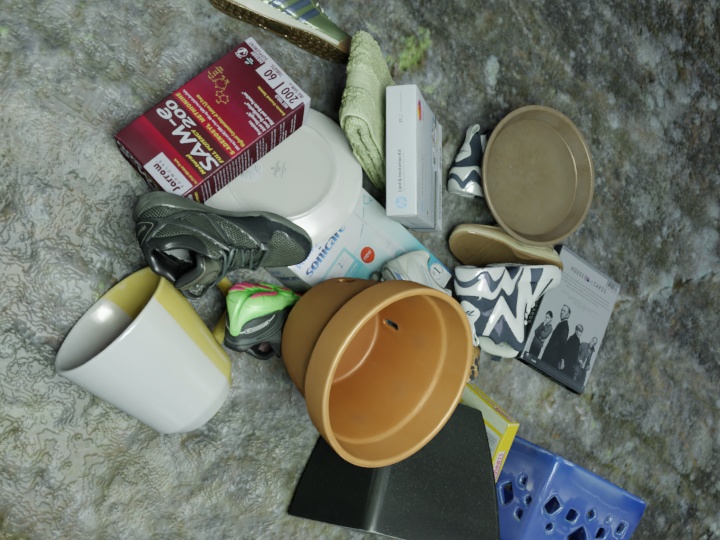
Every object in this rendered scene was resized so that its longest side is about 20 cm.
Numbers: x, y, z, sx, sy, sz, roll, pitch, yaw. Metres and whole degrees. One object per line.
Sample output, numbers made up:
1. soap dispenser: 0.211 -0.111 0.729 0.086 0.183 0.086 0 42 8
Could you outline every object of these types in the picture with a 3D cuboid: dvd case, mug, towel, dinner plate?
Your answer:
1. dvd case: 0.339 0.080 1.136 0.150 0.025 0.200 31 75 -25
2. mug: -0.209 0.088 0.770 0.187 0.149 0.153 -41 117 -3
3. towel: 0.025 -0.190 0.890 0.200 0.036 0.149 52 40 -57
4. dinner plate: -0.096 -0.120 0.850 0.200 0.024 0.201 1 72 -4

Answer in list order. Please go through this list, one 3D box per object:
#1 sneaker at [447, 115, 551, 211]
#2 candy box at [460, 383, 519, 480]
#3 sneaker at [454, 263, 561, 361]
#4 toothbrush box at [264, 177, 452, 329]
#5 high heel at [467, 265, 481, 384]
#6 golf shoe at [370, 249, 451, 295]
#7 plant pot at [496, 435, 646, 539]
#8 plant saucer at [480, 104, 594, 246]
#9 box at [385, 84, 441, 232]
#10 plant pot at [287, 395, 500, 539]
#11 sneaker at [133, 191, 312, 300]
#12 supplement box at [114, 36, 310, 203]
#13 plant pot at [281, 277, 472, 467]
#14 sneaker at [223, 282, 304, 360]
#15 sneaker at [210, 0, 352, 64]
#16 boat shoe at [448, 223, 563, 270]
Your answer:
1. sneaker: 0.229 -0.161 1.046 0.199 0.079 0.130 11 93 -18
2. candy box: 0.142 0.266 0.945 0.026 0.102 0.200 8 108 -30
3. sneaker: 0.206 0.057 0.964 0.199 0.079 0.130 -3 96 -48
4. toothbrush box: 0.000 0.000 0.918 0.200 0.085 0.147 42 70 -20
5. high heel: 0.133 0.085 0.998 0.200 0.071 0.143 -25 101 -36
6. golf shoe: 0.095 0.066 0.881 0.097 0.078 0.200 -36 108 -30
7. plant pot: 0.240 0.345 0.987 0.200 0.200 0.180 31 81 -25
8. plant saucer: 0.251 -0.134 1.001 0.200 0.029 0.201 0 91 -25
9. box: 0.073 -0.135 0.909 0.041 0.200 0.156 0 88 14
10. plant pot: 0.053 0.250 0.892 0.199 0.200 0.178 22 69 -26
11. sneaker: -0.140 -0.015 0.751 0.199 0.076 0.114 12 40 -31
12. supplement box: -0.167 -0.166 0.811 0.200 0.061 0.109 -42 84 -16
13. plant pot: 0.005 0.094 0.772 0.200 0.140 0.201 -15 115 -33
14. sneaker: -0.107 0.062 0.830 0.200 0.077 0.084 12 98 -67
15. sneaker: -0.082 -0.341 0.884 0.200 0.067 0.090 18 86 -24
16. boat shoe: 0.214 -0.036 1.053 0.200 0.071 0.065 17 46 -27
